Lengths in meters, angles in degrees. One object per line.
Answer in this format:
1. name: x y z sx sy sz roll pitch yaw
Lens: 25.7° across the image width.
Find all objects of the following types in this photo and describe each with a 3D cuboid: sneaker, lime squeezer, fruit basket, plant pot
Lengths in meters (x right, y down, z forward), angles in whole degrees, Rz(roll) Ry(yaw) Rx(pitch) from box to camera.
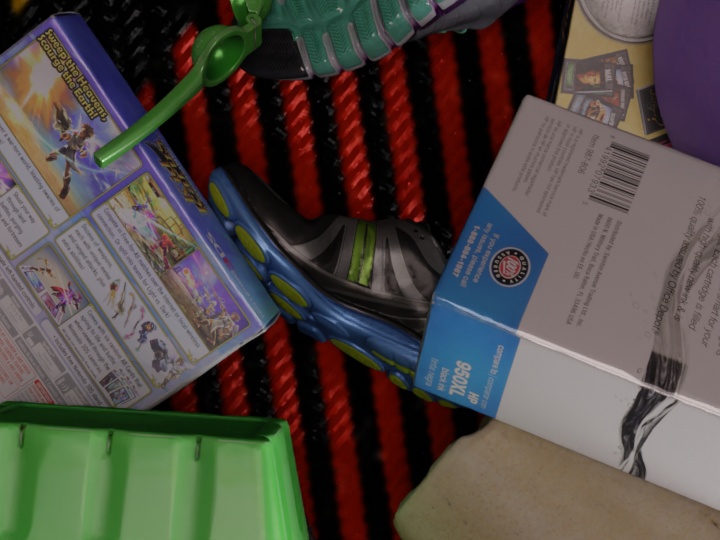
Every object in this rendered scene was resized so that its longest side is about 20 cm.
1. sneaker: 0.027 -0.143 0.877 0.199 0.087 0.075 -17 68 24
2. lime squeezer: -0.085 -0.134 0.842 0.070 0.038 0.201 18 58 -13
3. fruit basket: -0.123 0.174 0.817 0.213 0.156 0.218 0 91 4
4. plant pot: 0.125 0.146 0.842 0.183 0.200 0.201 43 90 9
5. sneaker: 0.000 0.000 0.889 0.199 0.071 0.083 32 69 0

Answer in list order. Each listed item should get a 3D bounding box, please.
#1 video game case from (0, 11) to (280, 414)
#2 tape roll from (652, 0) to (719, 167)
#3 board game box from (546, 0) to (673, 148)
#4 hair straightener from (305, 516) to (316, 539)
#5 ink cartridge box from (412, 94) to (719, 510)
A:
1. video game case: -0.172 -0.007 0.866 0.181 0.045 0.201 -33 93 16
2. tape roll: 0.263 -0.117 0.845 0.198 0.085 0.202 -3 98 -21
3. board game box: 0.172 -0.080 0.899 0.134 0.035 0.202 12 92 -2
4. hair straightener: -0.044 0.170 0.905 0.198 0.041 0.078 -4 92 3
5. ink cartridge box: 0.145 0.020 0.783 0.199 0.085 0.145 22 55 9
